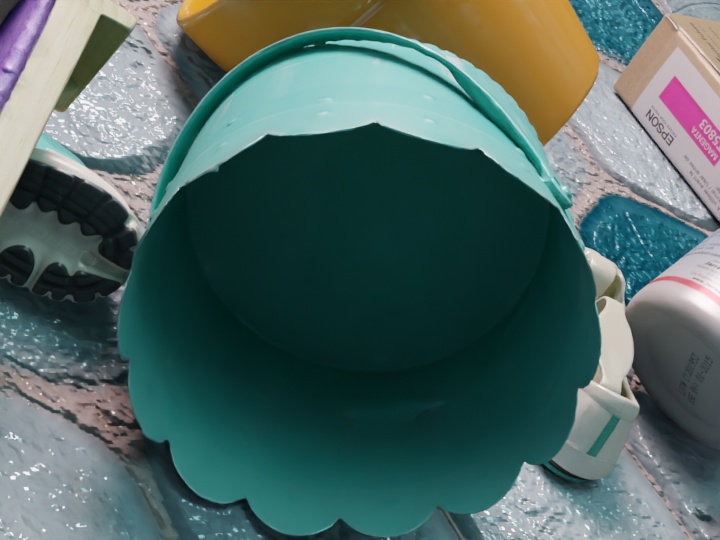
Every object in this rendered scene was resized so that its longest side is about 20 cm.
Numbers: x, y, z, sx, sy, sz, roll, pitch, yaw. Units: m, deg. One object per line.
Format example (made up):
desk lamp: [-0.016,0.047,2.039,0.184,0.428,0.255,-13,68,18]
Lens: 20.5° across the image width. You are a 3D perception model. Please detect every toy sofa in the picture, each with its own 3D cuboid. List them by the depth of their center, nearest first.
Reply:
toy sofa: [-0.174,-0.036,0.774,0.098,0.083,0.200,30,56,-16]

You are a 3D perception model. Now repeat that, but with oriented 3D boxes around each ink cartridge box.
ink cartridge box: [0.298,-0.085,1.406,0.165,0.075,0.200,2,45,-42]

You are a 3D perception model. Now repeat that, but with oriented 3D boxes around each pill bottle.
pill bottle: [0.251,0.006,1.115,0.200,0.109,0.109,-35,70,-24]

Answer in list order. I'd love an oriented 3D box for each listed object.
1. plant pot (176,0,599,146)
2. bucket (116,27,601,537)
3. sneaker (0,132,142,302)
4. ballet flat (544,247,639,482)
plant pot: [0.030,-0.143,1.122,0.183,0.200,0.200,46,28,-16]
bucket: [0.000,0.000,0.869,0.207,0.207,0.135,29,24,-12]
sneaker: [-0.188,-0.051,0.889,0.200,0.078,0.080,34,11,-14]
ballet flat: [0.120,0.030,1.076,0.069,0.069,0.200,25,32,-19]
